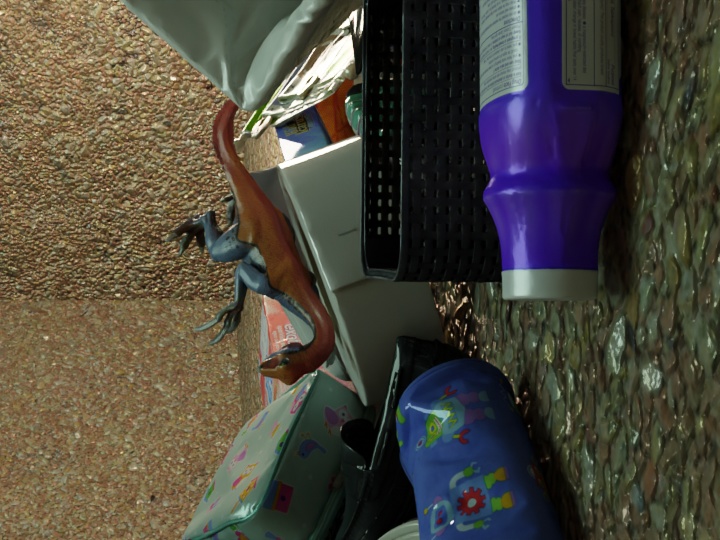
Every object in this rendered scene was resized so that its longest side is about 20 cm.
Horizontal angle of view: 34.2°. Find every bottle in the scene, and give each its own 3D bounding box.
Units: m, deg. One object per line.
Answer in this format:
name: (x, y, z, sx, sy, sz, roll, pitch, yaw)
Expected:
bottle: (0.092, -0.086, 0.572, 0.084, 0.065, 0.202, 160, 110, -81)

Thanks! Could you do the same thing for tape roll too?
tape roll: (0.000, 0.000, 0.911, 0.202, 0.070, 0.204, 160, 90, -85)

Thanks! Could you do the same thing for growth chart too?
growth chart: (-0.031, -0.188, 1.062, 0.199, 0.018, 0.145, -23, 33, 48)

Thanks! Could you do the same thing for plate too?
plate: (-0.054, 0.001, 1.076, 0.201, 0.032, 0.200, 62, -170, -3)

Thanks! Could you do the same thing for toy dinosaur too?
toy dinosaur: (-0.078, -0.003, 0.881, 0.181, 0.104, 0.201, 35, 138, 49)

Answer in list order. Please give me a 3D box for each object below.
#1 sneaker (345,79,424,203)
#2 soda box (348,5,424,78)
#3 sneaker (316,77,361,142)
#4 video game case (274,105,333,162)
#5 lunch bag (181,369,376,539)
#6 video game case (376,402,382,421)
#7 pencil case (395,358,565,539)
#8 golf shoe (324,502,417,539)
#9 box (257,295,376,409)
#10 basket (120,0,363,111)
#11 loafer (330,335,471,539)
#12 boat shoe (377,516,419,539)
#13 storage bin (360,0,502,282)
sneaker: (0.030, -0.087, 0.937, 0.200, 0.074, 0.088, -108, 16, -60)
soda box: (0.024, -0.251, 0.968, 0.064, 0.070, 0.201, 109, 159, -52)
sneaker: (-0.031, -0.140, 1.275, 0.073, 0.076, 0.202, 100, 168, -62)
video game case: (-0.023, -0.061, 1.105, 0.200, 0.045, 0.182, -110, -6, -63)
lunch bag: (-0.066, 0.173, 0.979, 0.200, 0.077, 0.161, -38, 19, 54)
video game case: (-0.003, 0.106, 1.260, 0.183, 0.023, 0.201, 102, 166, -49)
pencil case: (0.067, 0.140, 0.657, 0.078, 0.086, 0.201, 57, -167, -34)
golf shoe: (-0.003, 0.226, 0.929, 0.201, 0.077, 0.095, -64, 7, -30)
box: (-0.048, 0.111, 1.178, 0.200, 0.094, 0.103, -110, 23, -62)
basket: (-0.068, -0.257, 0.792, 0.161, 0.200, 0.198, -47, -1, -40)
loafer: (0.015, 0.134, 0.849, 0.068, 0.070, 0.202, -80, 14, -67)
boat shoe: (0.049, 0.219, 0.834, 0.074, 0.060, 0.201, 37, 144, 21)
storage bin: (0.056, -0.094, 0.711, 0.135, 0.093, 0.202, -174, 84, -80)
